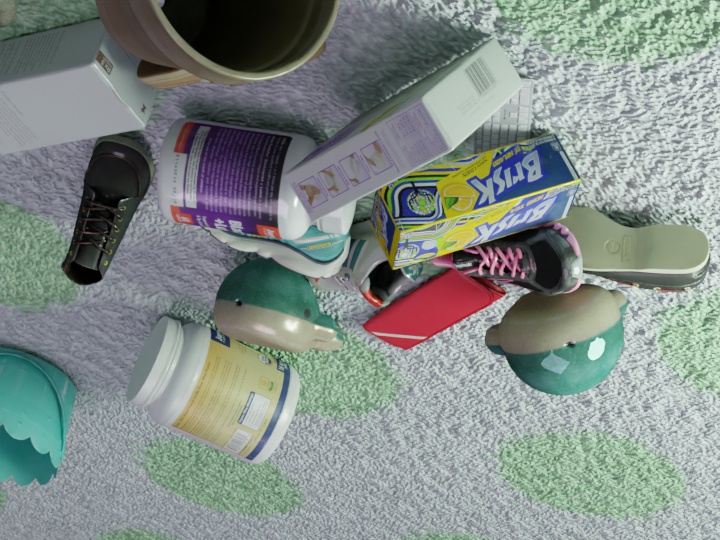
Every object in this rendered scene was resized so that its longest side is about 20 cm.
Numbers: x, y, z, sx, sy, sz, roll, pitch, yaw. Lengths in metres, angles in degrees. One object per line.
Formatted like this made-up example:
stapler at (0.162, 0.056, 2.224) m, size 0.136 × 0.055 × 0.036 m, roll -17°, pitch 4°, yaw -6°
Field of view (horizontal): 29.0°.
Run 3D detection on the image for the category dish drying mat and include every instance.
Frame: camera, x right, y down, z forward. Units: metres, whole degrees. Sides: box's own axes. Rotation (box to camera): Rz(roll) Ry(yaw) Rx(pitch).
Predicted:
dish drying mat at (0.087, 0.049, 1.693) m, size 0.076 × 0.018 × 0.200 m, roll 31°, pitch 144°, yaw -21°

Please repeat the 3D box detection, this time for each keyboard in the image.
keyboard at (0.143, -0.128, 1.415) m, size 0.056 × 0.011 × 0.201 m, roll 9°, pitch 147°, yaw 9°

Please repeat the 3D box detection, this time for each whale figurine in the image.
whale figurine at (0.215, 0.071, 1.506) m, size 0.158 × 0.200 × 0.105 m, roll -18°, pitch 99°, yaw 2°
whale figurine at (-0.092, 0.046, 1.708) m, size 0.158 × 0.105 × 0.199 m, roll 8°, pitch 172°, yaw 32°

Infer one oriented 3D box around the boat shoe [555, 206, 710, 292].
boat shoe at (0.267, -0.019, 1.471) m, size 0.199 × 0.074 × 0.063 m, roll 9°, pitch 154°, yaw 17°

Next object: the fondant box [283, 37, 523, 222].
fondant box at (0.039, -0.132, 1.320) m, size 0.199 × 0.144 × 0.059 m, roll -26°, pitch 102°, yaw 44°

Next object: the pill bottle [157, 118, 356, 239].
pill bottle at (-0.105, -0.093, 1.471) m, size 0.198 × 0.112 × 0.112 m, roll 9°, pitch 147°, yaw 9°

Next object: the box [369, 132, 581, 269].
box at (0.113, -0.069, 1.376) m, size 0.198 × 0.065 × 0.070 m, roll -17°, pitch 152°, yaw -16°

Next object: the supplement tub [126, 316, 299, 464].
supplement tub at (-0.195, 0.157, 1.847) m, size 0.199 × 0.146 × 0.144 m, roll 26°, pitch 145°, yaw -18°

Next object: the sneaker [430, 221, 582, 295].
sneaker at (0.144, -0.013, 1.440) m, size 0.199 × 0.095 × 0.080 m, roll 17°, pitch 117°, yaw 54°

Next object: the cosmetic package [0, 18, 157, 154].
cosmetic package at (-0.318, -0.190, 1.449) m, size 0.198 × 0.075 × 0.102 m, roll -7°, pitch 142°, yaw 26°

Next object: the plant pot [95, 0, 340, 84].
plant pot at (-0.142, -0.251, 1.204) m, size 0.199 × 0.201 × 0.173 m, roll 35°, pitch 157°, yaw -29°

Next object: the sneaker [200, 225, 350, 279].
sneaker at (-0.103, -0.061, 1.572) m, size 0.198 × 0.078 × 0.080 m, roll 19°, pitch 111°, yaw 7°

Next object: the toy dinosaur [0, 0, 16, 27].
toy dinosaur at (-0.372, -0.271, 1.345) m, size 0.101 × 0.077 × 0.201 m, roll 18°, pitch 145°, yaw 7°

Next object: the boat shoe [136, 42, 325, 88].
boat shoe at (-0.128, -0.205, 1.351) m, size 0.198 × 0.072 × 0.065 m, roll -9°, pitch 140°, yaw 30°

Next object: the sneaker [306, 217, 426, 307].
sneaker at (0.001, 0.000, 1.585) m, size 0.199 × 0.094 × 0.070 m, roll -21°, pitch 133°, yaw 42°

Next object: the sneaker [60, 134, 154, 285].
sneaker at (-0.289, -0.064, 1.590) m, size 0.074 × 0.107 × 0.200 m, roll 18°, pitch 147°, yaw -5°

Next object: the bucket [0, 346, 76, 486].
bucket at (-0.526, 0.215, 2.070) m, size 0.205 × 0.136 × 0.208 m, roll 10°, pitch 147°, yaw 6°
